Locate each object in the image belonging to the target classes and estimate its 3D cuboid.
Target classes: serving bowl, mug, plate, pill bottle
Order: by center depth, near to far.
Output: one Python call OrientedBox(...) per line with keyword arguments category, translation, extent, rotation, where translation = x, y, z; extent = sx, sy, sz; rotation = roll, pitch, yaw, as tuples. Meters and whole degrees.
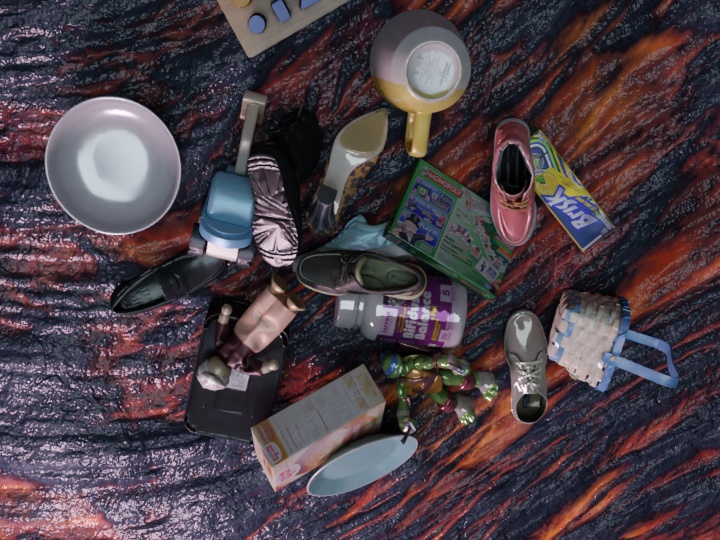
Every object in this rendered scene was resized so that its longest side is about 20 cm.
OrientedBox(category="mug", translation=(0.100, -0.276, 1.304), extent=(0.148, 0.153, 0.189), rotation=(-26, 107, 3))
OrientedBox(category="serving bowl", translation=(-0.361, -0.160, 1.350), extent=(0.196, 0.066, 0.204), rotation=(-1, 107, -4))
OrientedBox(category="pill bottle", translation=(0.060, 0.057, 1.422), extent=(0.196, 0.112, 0.114), rotation=(6, 107, -6))
OrientedBox(category="plate", translation=(0.000, 0.311, 1.484), extent=(0.198, 0.201, 0.026), rotation=(-27, 62, 4))

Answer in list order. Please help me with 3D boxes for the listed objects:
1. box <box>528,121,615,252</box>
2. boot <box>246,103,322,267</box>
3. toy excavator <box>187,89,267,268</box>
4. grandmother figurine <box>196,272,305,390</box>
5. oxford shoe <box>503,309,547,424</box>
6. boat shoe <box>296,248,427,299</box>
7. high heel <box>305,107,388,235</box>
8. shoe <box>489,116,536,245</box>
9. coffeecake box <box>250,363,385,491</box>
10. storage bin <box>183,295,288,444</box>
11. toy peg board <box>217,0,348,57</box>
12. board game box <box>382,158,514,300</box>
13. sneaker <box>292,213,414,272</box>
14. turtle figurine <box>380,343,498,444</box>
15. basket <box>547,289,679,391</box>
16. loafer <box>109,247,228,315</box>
OrientedBox(category="box", translation=(0.305, -0.128, 1.405), extent=(0.064, 0.070, 0.200), rotation=(-39, 105, 12))
OrientedBox(category="boot", translation=(-0.104, -0.128, 1.332), extent=(0.072, 0.163, 0.201), rotation=(4, 123, 17))
OrientedBox(category="toy excavator", translation=(-0.178, -0.135, 1.345), extent=(0.098, 0.196, 0.202), rotation=(14, 134, -8))
OrientedBox(category="grandmother figurine", translation=(-0.169, 0.106, 1.356), extent=(0.200, 0.060, 0.122), rotation=(-44, 77, 12))
OrientedBox(category="oxford shoe", translation=(0.276, 0.163, 1.499), extent=(0.074, 0.058, 0.204), rotation=(-4, 105, 0))
OrientedBox(category="boat shoe", translation=(0.000, 0.001, 1.341), extent=(0.197, 0.066, 0.073), rotation=(8, 78, 6))
OrientedBox(category="high heel", translation=(-0.021, -0.150, 1.394), extent=(0.071, 0.143, 0.202), rotation=(31, 69, 3))
OrientedBox(category="shoe", translation=(0.221, -0.114, 1.331), extent=(0.070, 0.091, 0.203), rotation=(0, 119, 12))
OrientedBox(category="coffeecake box", translation=(-0.066, 0.247, 1.416), extent=(0.198, 0.154, 0.074), rotation=(-28, 69, -15))
OrientedBox(category="storage bin", translation=(-0.195, 0.157, 1.444), extent=(0.133, 0.094, 0.203), rotation=(13, 106, -8))
OrientedBox(category="toy peg board", translation=(-0.122, -0.433, 1.269), extent=(0.198, 0.098, 0.201), rotation=(-28, 107, 5))
OrientedBox(category="board game box", translation=(0.145, -0.062, 1.399), extent=(0.198, 0.029, 0.136), rotation=(31, 67, -12))
OrientedBox(category="sneaker", translation=(-0.014, -0.042, 1.420), extent=(0.196, 0.074, 0.084), rotation=(-10, 78, 4))
OrientedBox(category="turtle figurine", translation=(0.128, 0.202, 1.431), extent=(0.192, 0.199, 0.146), rotation=(17, 91, -33))
OrientedBox(category="basket", translation=(0.400, 0.115, 1.436), extent=(0.197, 0.176, 0.142), rotation=(16, 105, 11))
OrientedBox(category="loafer", translation=(-0.295, 0.020, 1.406), extent=(0.198, 0.071, 0.069), rotation=(-24, 108, 3))
